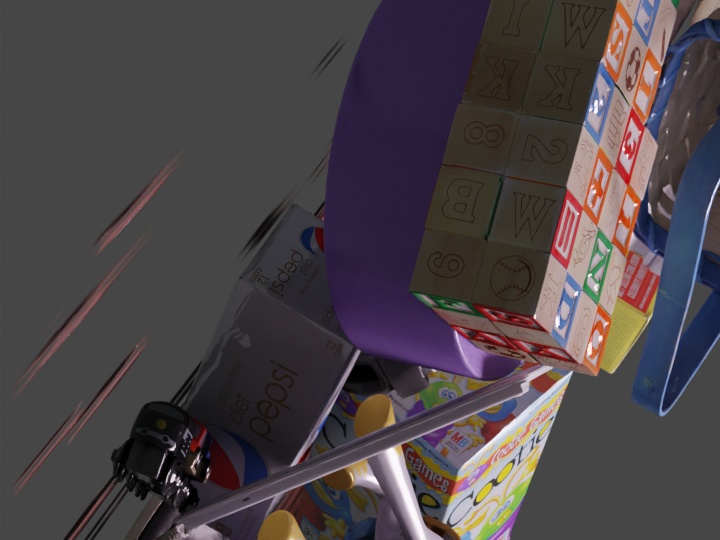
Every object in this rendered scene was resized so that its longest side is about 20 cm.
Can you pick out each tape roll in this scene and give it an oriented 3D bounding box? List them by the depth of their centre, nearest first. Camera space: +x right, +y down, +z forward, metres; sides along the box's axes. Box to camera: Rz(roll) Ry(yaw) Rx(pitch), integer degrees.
[{"bbox_3d":[0.054,-0.050,1.042,0.200,0.066,0.200,11,90,-67],"label":"tape roll"}]

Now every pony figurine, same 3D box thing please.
[{"bbox_3d":[0.026,0.193,1.144,0.166,0.200,0.193,-10,-131,33],"label":"pony figurine"}]

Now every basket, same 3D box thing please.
[{"bbox_3d":[0.196,-0.044,1.053,0.200,0.139,0.176,-44,155,-34],"label":"basket"}]

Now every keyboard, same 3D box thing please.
[{"bbox_3d":[0.001,0.086,1.071,0.200,0.011,0.056,-24,-177,18],"label":"keyboard"}]

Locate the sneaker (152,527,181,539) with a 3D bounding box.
[{"bbox_3d":[-0.097,0.190,1.106,0.070,0.100,0.200,-30,176,-1],"label":"sneaker"}]

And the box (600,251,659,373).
[{"bbox_3d":[0.091,-0.020,1.341,0.050,0.200,0.075,-58,176,30],"label":"box"}]

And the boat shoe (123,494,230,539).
[{"bbox_3d":[-0.094,0.149,1.256,0.200,0.063,0.073,-58,175,-20],"label":"boat shoe"}]

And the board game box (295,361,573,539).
[{"bbox_3d":[0.039,0.110,1.300,0.103,0.105,0.200,-38,157,-30],"label":"board game box"}]

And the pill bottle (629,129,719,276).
[{"bbox_3d":[0.114,-0.077,1.205,0.113,0.200,0.112,-59,177,-6],"label":"pill bottle"}]

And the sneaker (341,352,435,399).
[{"bbox_3d":[0.000,0.000,1.210,0.112,0.073,0.200,-30,-149,-3],"label":"sneaker"}]

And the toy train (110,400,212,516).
[{"bbox_3d":[-0.094,0.090,1.049,0.200,0.034,0.046,99,11,-80],"label":"toy train"}]

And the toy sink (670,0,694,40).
[{"bbox_3d":[0.144,-0.213,1.127,0.200,0.112,0.130,-63,178,-23],"label":"toy sink"}]

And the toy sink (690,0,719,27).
[{"bbox_3d":[0.277,-0.209,1.155,0.130,0.112,0.200,-61,177,-46],"label":"toy sink"}]

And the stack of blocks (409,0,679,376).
[{"bbox_3d":[0.090,-0.065,0.961,0.115,0.059,0.200,37,67,-65],"label":"stack of blocks"}]

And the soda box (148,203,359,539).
[{"bbox_3d":[-0.048,0.060,1.128,0.064,0.068,0.200,-57,175,-41],"label":"soda box"}]
